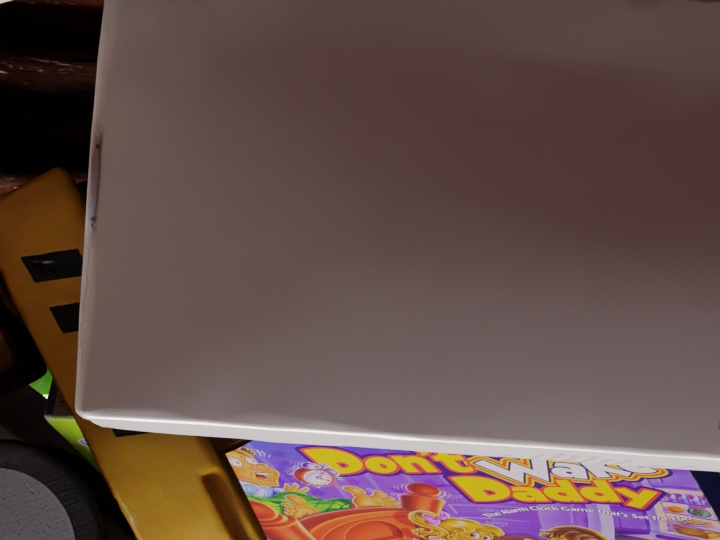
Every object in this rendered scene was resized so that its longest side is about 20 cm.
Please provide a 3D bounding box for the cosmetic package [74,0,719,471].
[{"bbox_3d":[0.034,-0.010,0.636,0.199,0.114,0.081,6,174,1],"label":"cosmetic package"}]

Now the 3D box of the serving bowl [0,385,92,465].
[{"bbox_3d":[-0.129,0.072,0.870,0.200,0.066,0.200,37,-175,-4],"label":"serving bowl"}]

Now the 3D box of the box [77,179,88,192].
[{"bbox_3d":[0.003,0.012,0.854,0.199,0.046,0.159,-13,146,42],"label":"box"}]

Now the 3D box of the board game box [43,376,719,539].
[{"bbox_3d":[0.020,0.056,0.830,0.199,0.045,0.135,0,153,22],"label":"board game box"}]

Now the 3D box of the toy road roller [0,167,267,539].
[{"bbox_3d":[-0.081,0.005,0.729,0.145,0.201,0.123,-27,177,-4],"label":"toy road roller"}]

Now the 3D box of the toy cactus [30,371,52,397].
[{"bbox_3d":[-0.098,0.045,1.168,0.102,0.165,0.200,-38,-173,-1],"label":"toy cactus"}]

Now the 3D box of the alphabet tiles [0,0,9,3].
[{"bbox_3d":[-0.173,-0.067,0.563,0.195,0.015,0.199,-9,172,43],"label":"alphabet tiles"}]
